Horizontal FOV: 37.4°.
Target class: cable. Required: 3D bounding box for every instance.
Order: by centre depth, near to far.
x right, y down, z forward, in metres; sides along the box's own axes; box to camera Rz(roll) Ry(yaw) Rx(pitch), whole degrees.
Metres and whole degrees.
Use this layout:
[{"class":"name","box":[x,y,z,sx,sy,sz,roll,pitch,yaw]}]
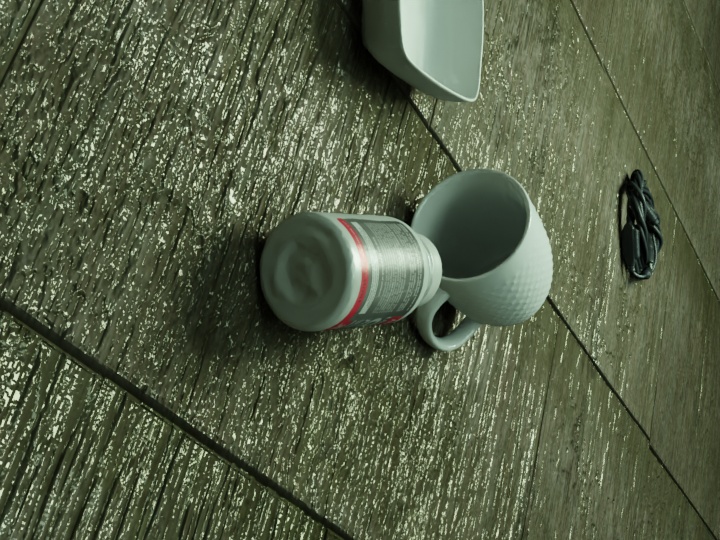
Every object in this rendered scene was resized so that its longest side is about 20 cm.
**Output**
[{"class":"cable","box":[0.520,-0.084,1.943,0.163,0.050,0.203,-6,92,-58]}]

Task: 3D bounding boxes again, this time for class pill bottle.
[{"class":"pill bottle","box":[0.000,0.000,1.055,0.199,0.110,0.112,-1,88,-57]}]

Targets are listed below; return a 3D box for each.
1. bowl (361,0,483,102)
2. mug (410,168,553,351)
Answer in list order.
[{"class":"bowl","box":[0.067,-0.303,1.224,0.199,0.074,0.203,18,73,-56]},{"class":"mug","box":[0.140,0.007,1.269,0.201,0.147,0.175,-51,143,-8]}]
